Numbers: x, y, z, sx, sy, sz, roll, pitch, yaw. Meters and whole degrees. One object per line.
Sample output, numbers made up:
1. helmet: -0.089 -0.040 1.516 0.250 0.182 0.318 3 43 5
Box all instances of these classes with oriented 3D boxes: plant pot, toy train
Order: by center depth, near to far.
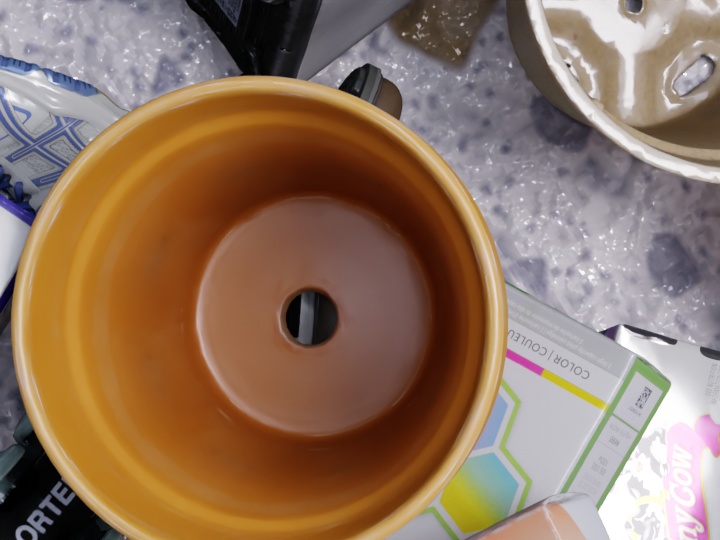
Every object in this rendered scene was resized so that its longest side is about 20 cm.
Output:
1. plant pot: -0.031 0.022 1.068 0.200 0.183 0.200 0 90 8
2. toy train: -0.157 0.127 1.107 0.085 0.114 0.200 39 53 -3
3. plant pot: 0.153 -0.136 1.178 0.200 0.183 0.201 0 89 -10

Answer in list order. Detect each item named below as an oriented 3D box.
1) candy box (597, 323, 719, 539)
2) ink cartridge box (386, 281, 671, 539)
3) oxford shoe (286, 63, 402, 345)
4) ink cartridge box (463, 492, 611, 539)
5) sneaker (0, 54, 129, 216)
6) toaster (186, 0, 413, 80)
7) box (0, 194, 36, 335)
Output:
1. candy box: 0.191 0.134 1.215 0.200 0.072 0.168 16 81 -7
2. ink cartridge box: 0.049 0.109 1.161 0.104 0.059 0.200 30 89 30
3. oxford shoe: 0.000 0.000 1.202 0.084 0.073 0.200 10 94 -12
4. ink cartridge box: 0.068 0.220 1.075 0.162 0.050 0.200 -32 73 30
5. sneaker: -0.143 -0.045 1.173 0.200 0.075 0.088 17 83 -11
6. toaster: -0.046 -0.190 1.162 0.119 0.200 0.181 -34 82 -14
7. box: -0.244 -0.012 1.090 0.184 0.200 0.105 33 78 -5
